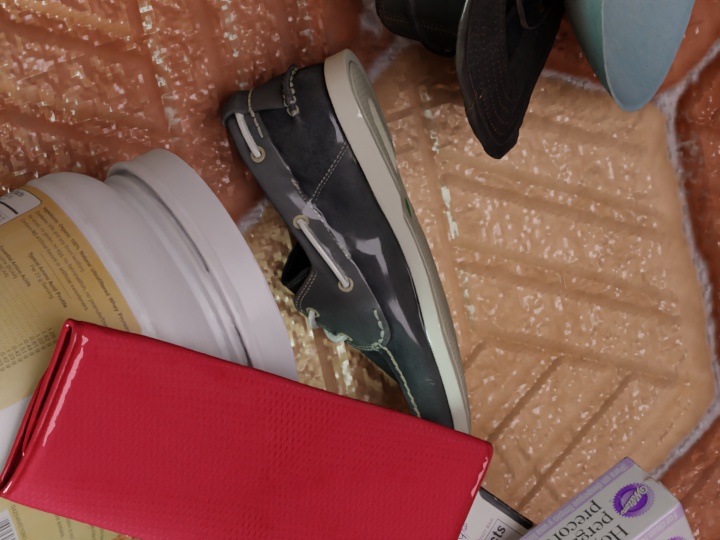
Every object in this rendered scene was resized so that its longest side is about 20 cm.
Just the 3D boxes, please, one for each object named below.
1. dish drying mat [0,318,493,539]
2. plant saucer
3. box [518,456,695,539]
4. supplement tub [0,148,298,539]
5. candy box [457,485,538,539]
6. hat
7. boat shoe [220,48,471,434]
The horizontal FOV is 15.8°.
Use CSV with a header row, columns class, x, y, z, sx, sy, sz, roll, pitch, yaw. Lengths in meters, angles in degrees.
class,x,y,z,sx,sy,sz,roll,pitch,yaw
dish drying mat,-0.041,0.077,1.009,0.200,0.018,0.077,18,96,-33
plant saucer,0.120,-0.171,1.137,0.201,0.039,0.202,12,90,-72
box,0.049,0.155,1.058,0.200,0.039,0.041,-36,134,-12
supplement tub,-0.140,0.049,1.041,0.200,0.145,0.145,-28,111,-18
candy box,0.074,0.150,1.171,0.200,0.136,0.061,37,84,-26
hat,0.046,-0.153,1.121,0.081,0.201,0.201,12,97,17
boat shoe,0.000,0.000,1.152,0.067,0.072,0.200,-20,115,7
